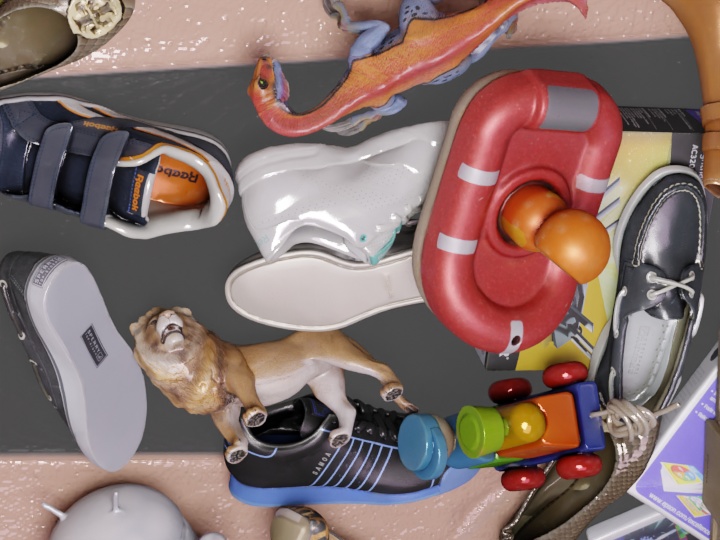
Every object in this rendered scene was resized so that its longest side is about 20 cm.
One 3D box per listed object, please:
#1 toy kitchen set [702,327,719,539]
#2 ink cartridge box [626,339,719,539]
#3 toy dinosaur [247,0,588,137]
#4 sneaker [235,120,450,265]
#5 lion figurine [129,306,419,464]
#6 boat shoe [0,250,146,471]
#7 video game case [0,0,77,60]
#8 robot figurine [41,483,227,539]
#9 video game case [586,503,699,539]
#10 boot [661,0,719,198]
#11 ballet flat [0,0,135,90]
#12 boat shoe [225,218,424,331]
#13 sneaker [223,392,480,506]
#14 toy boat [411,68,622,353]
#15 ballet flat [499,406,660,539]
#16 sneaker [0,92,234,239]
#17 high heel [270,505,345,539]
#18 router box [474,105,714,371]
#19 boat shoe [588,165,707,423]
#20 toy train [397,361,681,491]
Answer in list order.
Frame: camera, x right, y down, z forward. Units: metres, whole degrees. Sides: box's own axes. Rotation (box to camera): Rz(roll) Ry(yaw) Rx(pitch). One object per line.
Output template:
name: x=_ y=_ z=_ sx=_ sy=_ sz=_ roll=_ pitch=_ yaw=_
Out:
toy kitchen set: x=0.366 y=0.159 z=1.608 sx=0.180 sy=0.163 sz=0.200 roll=-2 pitch=108 yaw=-6
ink cartridge box: x=0.340 y=0.141 z=1.707 sx=0.198 sy=0.043 sz=0.200 roll=34 pitch=102 yaw=-15
toy dinosaur: x=0.018 y=-0.153 z=1.451 sx=0.181 sy=0.200 sz=0.105 roll=-40 pitch=106 yaw=-26
sneaker: x=0.016 y=-0.049 z=1.518 sx=0.200 sy=0.089 sz=0.075 roll=-10 pitch=162 yaw=-9
lion figurine: x=-0.064 y=0.073 z=1.582 sx=0.200 sy=0.123 sz=0.073 roll=-1 pitch=131 yaw=-30
boat shoe: x=-0.208 y=0.062 z=1.558 sx=0.069 sy=0.057 sz=0.200 roll=-47 pitch=140 yaw=-33
video game case: x=-0.187 y=-0.254 z=1.421 sx=0.200 sy=0.018 sz=0.143 roll=-45 pitch=118 yaw=11
robot figurine: x=-0.164 y=0.242 z=1.627 sx=0.169 sy=0.113 sz=0.200 roll=-19 pitch=121 yaw=19
video game case: x=0.305 y=0.248 z=1.788 sx=0.200 sy=0.023 sz=0.182 roll=-23 pitch=120 yaw=1
boot: x=0.259 y=-0.132 z=1.513 sx=0.200 sy=0.074 sz=0.155 roll=24 pitch=76 yaw=-26
ballet flat: x=-0.242 y=-0.145 z=1.431 sx=0.200 sy=0.046 sz=0.067 roll=-20 pitch=125 yaw=9
boat shoe: x=0.000 y=0.000 z=1.578 sx=0.200 sy=0.057 sz=0.067 roll=-7 pitch=113 yaw=-2
sneaker: x=-0.004 y=0.130 z=1.630 sx=0.200 sy=0.070 sz=0.078 roll=-6 pitch=125 yaw=-8
toy boat: x=0.122 y=-0.031 z=1.469 sx=0.130 sy=0.131 sz=0.200 roll=1 pitch=116 yaw=-32
ballet flat: x=0.165 y=0.166 z=1.681 sx=0.046 sy=0.067 sz=0.200 roll=11 pitch=123 yaw=-44
sneaker: x=-0.183 y=-0.072 z=1.482 sx=0.200 sy=0.079 sz=0.079 roll=5 pitch=116 yaw=-13
high heel: x=0.000 y=0.223 z=1.640 sx=0.142 sy=0.072 sz=0.200 roll=3 pitch=156 yaw=-10
router box: x=0.174 y=-0.023 z=1.601 sx=0.157 sy=0.052 sz=0.200 roll=0 pitch=117 yaw=-13
boat shoe: x=0.219 y=0.023 z=1.569 sx=0.075 sy=0.060 sz=0.200 roll=0 pitch=117 yaw=-13
toy train: x=0.122 y=0.110 z=1.545 sx=0.116 sy=0.200 sz=0.085 roll=-3 pitch=79 yaw=-32
